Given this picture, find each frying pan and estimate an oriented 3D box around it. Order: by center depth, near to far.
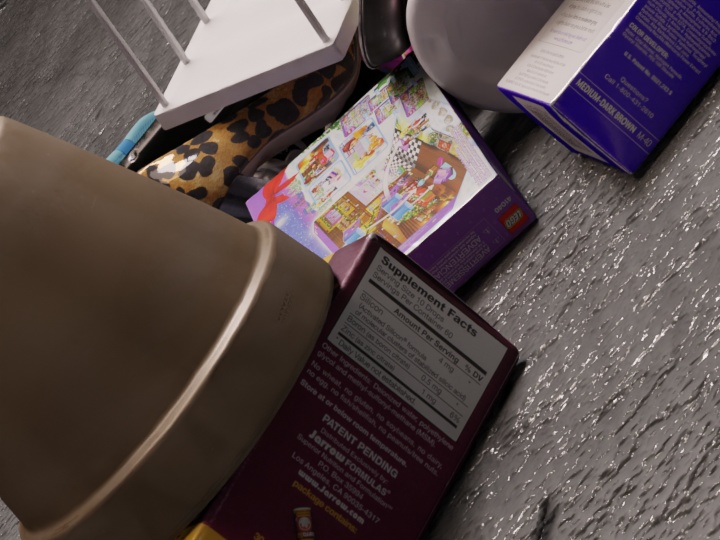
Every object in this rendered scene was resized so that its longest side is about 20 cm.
[{"bbox_3d":[0.023,-0.208,1.711,0.115,0.031,0.191,-50,-33,-67],"label":"frying pan"}]

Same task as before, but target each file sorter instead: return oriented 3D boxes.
[{"bbox_3d":[-0.072,-0.213,1.867,0.138,0.125,0.200,-19,30,30],"label":"file sorter"}]

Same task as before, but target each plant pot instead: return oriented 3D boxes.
[{"bbox_3d":[-0.139,0.024,1.426,0.200,0.173,0.200,-46,17,18],"label":"plant pot"}]

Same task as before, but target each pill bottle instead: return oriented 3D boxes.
[{"bbox_3d":[0.100,-0.191,1.733,0.113,0.113,0.200,-39,20,36],"label":"pill bottle"}]

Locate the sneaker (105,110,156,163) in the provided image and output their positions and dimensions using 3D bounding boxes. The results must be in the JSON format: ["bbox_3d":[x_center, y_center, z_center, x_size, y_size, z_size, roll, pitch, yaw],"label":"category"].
[{"bbox_3d":[-0.166,-0.037,2.205,0.200,0.079,0.131,-37,-17,-37],"label":"sneaker"}]

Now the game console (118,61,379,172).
[{"bbox_3d":[-0.081,-0.116,2.080,0.200,0.176,0.116,-51,44,1],"label":"game console"}]

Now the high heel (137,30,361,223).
[{"bbox_3d":[-0.073,-0.116,1.881,0.072,0.142,0.201,111,161,-59],"label":"high heel"}]

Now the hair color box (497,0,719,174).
[{"bbox_3d":[0.166,-0.149,1.549,0.200,0.065,0.109,-53,15,0],"label":"hair color box"}]

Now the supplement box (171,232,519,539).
[{"bbox_3d":[-0.030,0.100,1.459,0.131,0.103,0.201,-29,26,56],"label":"supplement box"}]

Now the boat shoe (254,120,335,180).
[{"bbox_3d":[-0.055,-0.059,1.928,0.200,0.072,0.066,-60,-11,-54],"label":"boat shoe"}]

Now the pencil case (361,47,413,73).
[{"bbox_3d":[0.041,-0.159,1.883,0.089,0.088,0.200,-51,14,-2],"label":"pencil case"}]

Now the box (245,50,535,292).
[{"bbox_3d":[0.013,-0.034,1.678,0.137,0.039,0.200,-41,26,7],"label":"box"}]
